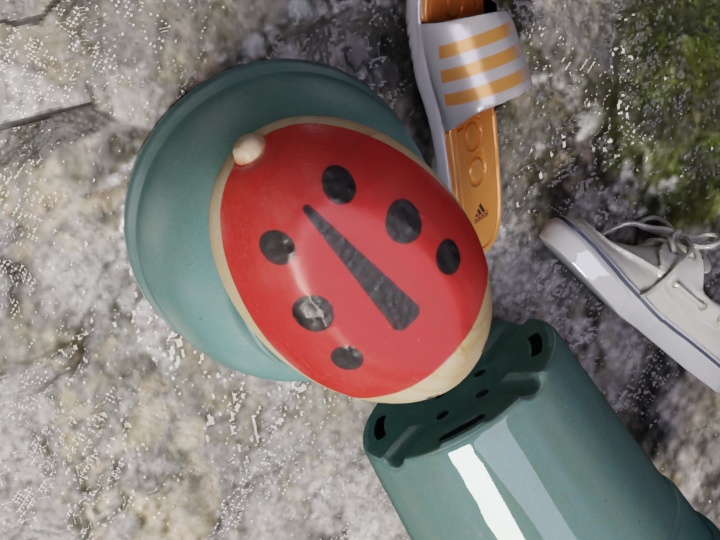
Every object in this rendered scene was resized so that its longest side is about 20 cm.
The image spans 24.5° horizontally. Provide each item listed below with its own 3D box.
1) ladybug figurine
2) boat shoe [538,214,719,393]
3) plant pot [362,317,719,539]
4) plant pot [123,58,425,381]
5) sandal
[{"bbox_3d":[0.000,0.000,0.910,0.136,0.072,0.200,-47,116,1],"label":"ladybug figurine"},{"bbox_3d":[0.210,0.002,1.135,0.202,0.075,0.086,37,95,-29],"label":"boat shoe"},{"bbox_3d":[0.111,0.152,1.099,0.200,0.200,0.197,-35,108,-5],"label":"plant pot"},{"bbox_3d":[-0.033,-0.015,1.009,0.199,0.134,0.202,-7,111,-18],"label":"plant pot"},{"bbox_3d":[0.081,-0.105,1.041,0.079,0.059,0.208,-37,125,-46],"label":"sandal"}]
